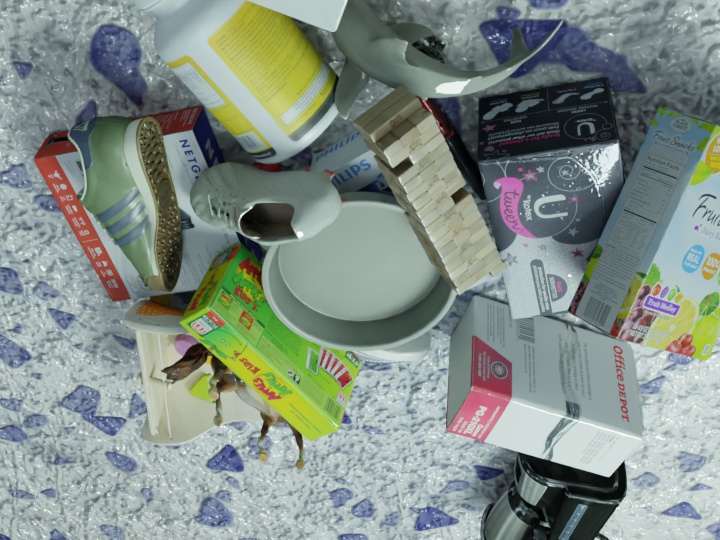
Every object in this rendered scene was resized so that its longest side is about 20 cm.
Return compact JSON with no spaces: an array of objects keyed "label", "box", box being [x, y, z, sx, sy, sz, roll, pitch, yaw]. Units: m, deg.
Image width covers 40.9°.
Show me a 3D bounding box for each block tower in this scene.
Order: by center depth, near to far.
[{"label":"block tower","box":[0.066,-0.064,0.870,0.058,0.054,0.200,-37,127,-4]}]

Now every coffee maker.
[{"label":"coffee maker","box":[0.268,0.297,1.247,0.191,0.135,0.201,-4,135,-21]}]

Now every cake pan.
[{"label":"cake pan","box":[0.000,0.000,0.981,0.199,0.037,0.201,-1,131,-1]}]

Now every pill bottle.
[{"label":"pill bottle","box":[-0.113,-0.201,0.868,0.112,0.112,0.200,-27,122,26]}]

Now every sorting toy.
[{"label":"sorting toy","box":[-0.168,0.114,1.132,0.179,0.107,0.201,10,131,7]}]

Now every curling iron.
[{"label":"curling iron","box":[0.087,-0.144,0.946,0.049,0.026,0.201,-14,127,22]}]

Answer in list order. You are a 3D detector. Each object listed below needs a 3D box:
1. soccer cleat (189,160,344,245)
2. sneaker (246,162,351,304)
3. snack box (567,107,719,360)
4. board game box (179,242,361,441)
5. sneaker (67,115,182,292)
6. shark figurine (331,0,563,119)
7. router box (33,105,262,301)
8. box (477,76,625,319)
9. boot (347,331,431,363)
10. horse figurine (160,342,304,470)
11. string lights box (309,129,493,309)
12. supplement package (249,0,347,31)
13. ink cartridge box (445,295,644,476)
[{"label":"soccer cleat","box":[-0.104,-0.061,0.905,0.199,0.078,0.070,3,127,42]},{"label":"sneaker","box":[-0.054,-0.036,1.008,0.200,0.077,0.085,42,145,-26]},{"label":"snack box","box":[0.298,-0.027,0.890,0.168,0.068,0.201,13,102,-43]},{"label":"board game box","box":[-0.091,0.078,1.029,0.047,0.102,0.200,-27,117,35]},{"label":"sneaker","box":[-0.237,-0.068,0.967,0.089,0.067,0.201,7,131,11]},{"label":"shark figurine","box":[0.056,-0.188,0.838,0.213,0.129,0.090,15,172,0]},{"label":"router box","box":[-0.221,-0.066,1.036,0.178,0.049,0.201,-8,128,14]},{"label":"box","box":[0.191,-0.064,0.942,0.131,0.115,0.201,-8,128,13]},{"label":"boot","box":[-0.019,0.083,1.132,0.199,0.073,0.091,14,138,6]},{"label":"horse figurine","box":[-0.120,0.135,1.046,0.050,0.133,0.200,-40,114,20]},{"label":"string lights box","box":[0.046,-0.057,1.003,0.102,0.059,0.200,-27,122,26]},{"label":"supplement package","box":[-0.042,-0.290,0.725,0.113,0.201,0.110,18,131,-9]},{"label":"ink cartridge box","box":[0.204,0.129,1.083,0.199,0.145,0.085,17,132,-7]}]
